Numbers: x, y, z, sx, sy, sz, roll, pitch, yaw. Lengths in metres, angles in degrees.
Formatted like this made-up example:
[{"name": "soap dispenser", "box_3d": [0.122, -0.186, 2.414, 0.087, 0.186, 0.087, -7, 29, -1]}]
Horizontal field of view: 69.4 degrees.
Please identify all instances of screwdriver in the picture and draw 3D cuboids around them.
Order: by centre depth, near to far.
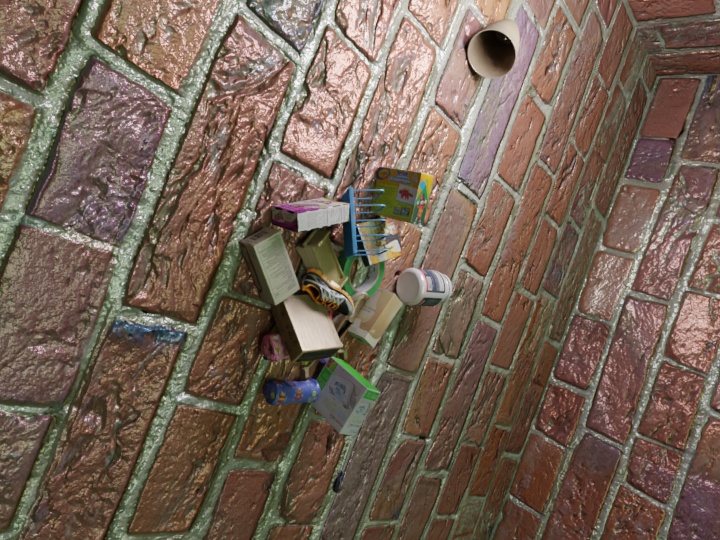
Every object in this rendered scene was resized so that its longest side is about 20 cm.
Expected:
[{"name": "screwdriver", "box_3d": [-0.063, 0.763, 2.012, 0.029, 0.028, 0.202, 22, 91, -16]}]

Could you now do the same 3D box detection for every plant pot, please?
[{"name": "plant pot", "box_3d": [0.530, -0.867, 1.982, 0.201, 0.185, 0.189, -56, 135, -34]}]

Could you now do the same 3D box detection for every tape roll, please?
[{"name": "tape roll", "box_3d": [0.000, 0.000, 1.819, 0.199, 0.048, 0.204, -16, 114, -40]}]

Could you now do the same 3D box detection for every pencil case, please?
[{"name": "pencil case", "box_3d": [-0.214, 0.233, 1.639, 0.198, 0.082, 0.088, -5, 101, -46]}, {"name": "pencil case", "box_3d": [-0.226, 0.394, 1.700, 0.198, 0.086, 0.079, 12, 91, -46]}]

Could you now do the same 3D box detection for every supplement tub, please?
[{"name": "supplement tub", "box_3d": [0.248, 0.067, 2.014, 0.198, 0.139, 0.143, 6, 99, -45]}]

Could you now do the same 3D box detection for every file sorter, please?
[{"name": "file sorter", "box_3d": [0.013, -0.149, 1.653, 0.121, 0.139, 0.203, -3, 86, -12]}]

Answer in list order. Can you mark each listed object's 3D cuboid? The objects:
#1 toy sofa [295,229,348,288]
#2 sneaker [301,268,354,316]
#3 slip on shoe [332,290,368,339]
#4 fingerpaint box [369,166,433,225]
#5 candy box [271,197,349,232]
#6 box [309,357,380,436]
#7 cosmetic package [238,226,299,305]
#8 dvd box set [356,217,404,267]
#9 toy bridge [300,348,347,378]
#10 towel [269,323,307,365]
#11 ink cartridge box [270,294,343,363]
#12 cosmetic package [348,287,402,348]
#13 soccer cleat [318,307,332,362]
[{"name": "toy sofa", "box_3d": [-0.123, -0.028, 1.675, 0.083, 0.096, 0.202, -54, 135, -42]}, {"name": "sneaker", "box_3d": [-0.107, 0.084, 1.647, 0.199, 0.078, 0.078, 39, 45, -6]}, {"name": "slip on shoe", "box_3d": [-0.039, 0.159, 1.784, 0.200, 0.061, 0.076, -45, 139, -3]}, {"name": "fingerpaint box", "box_3d": [0.137, -0.254, 1.763, 0.073, 0.199, 0.170, 5, 100, -45]}, {"name": "candy box", "box_3d": [-0.148, -0.170, 1.560, 0.198, 0.135, 0.062, -16, 115, -41]}, {"name": "box", "box_3d": [-0.062, 0.425, 1.765, 0.178, 0.199, 0.096, -56, 141, 1]}, {"name": "cosmetic package", "box_3d": [-0.266, -0.014, 1.530, 0.103, 0.087, 0.202, -34, 123, -33]}, {"name": "dvd box set", "box_3d": [0.063, -0.103, 1.801, 0.199, 0.029, 0.148, -16, 87, -48]}, {"name": "toy bridge", "box_3d": [-0.123, 0.306, 1.812, 0.198, 0.027, 0.068, -19, 115, -39]}, {"name": "towel", "box_3d": [-0.219, 0.229, 1.705, 0.200, 0.018, 0.087, 47, 65, -41]}, {"name": "ink cartridge box", "box_3d": [-0.167, 0.175, 1.612, 0.163, 0.202, 0.075, 2, 142, -44]}, {"name": "cosmetic package", "box_3d": [0.053, 0.168, 1.885, 0.201, 0.104, 0.071, -56, 133, -17]}, {"name": "soccer cleat", "box_3d": [-0.122, 0.214, 1.735, 0.066, 0.076, 0.203, -11, 102, -42]}]
